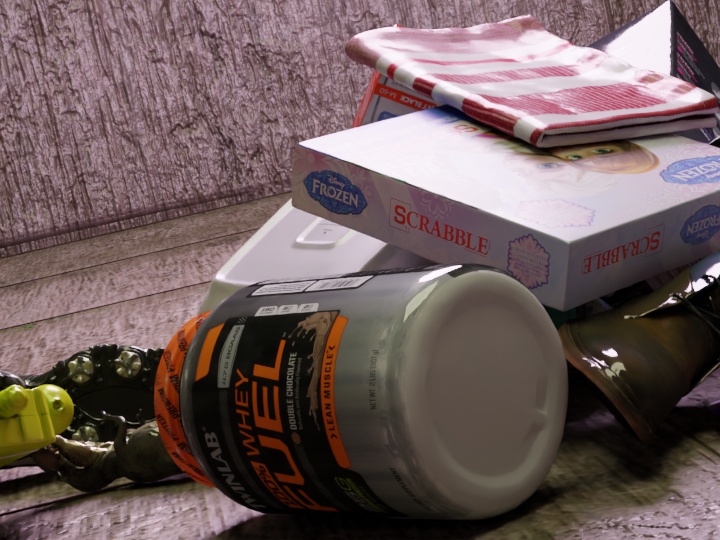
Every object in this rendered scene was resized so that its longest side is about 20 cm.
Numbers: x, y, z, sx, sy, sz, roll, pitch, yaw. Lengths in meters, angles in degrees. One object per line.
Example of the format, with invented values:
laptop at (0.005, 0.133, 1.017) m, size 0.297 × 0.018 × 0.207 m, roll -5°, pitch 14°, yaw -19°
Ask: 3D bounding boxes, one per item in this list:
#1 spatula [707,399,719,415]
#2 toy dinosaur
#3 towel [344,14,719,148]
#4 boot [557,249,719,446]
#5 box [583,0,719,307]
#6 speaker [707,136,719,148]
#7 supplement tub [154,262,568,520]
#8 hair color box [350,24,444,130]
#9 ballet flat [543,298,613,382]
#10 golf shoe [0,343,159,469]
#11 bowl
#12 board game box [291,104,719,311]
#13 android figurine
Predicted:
spatula at (0.210, 0.055, 1.187) m, size 0.056 × 0.021 × 0.200 m, roll -16°, pitch 6°, yaw 7°
toy dinosaur at (-0.097, 0.084, 1.305) m, size 0.200 × 0.088 × 0.047 m, roll -7°, pitch -25°, yaw 25°
towel at (0.103, -0.118, 1.341) m, size 0.144 × 0.023 × 0.200 m, roll -10°, pitch 25°, yaw -32°
boot at (0.160, 0.029, 1.132) m, size 0.097 × 0.075 × 0.200 m, roll -40°, pitch -1°, yaw 10°
box at (0.183, -0.068, 1.468) m, size 0.122 × 0.106 × 0.200 m, roll -27°, pitch 28°, yaw 26°
speaker at (0.302, -0.062, 1.384) m, size 0.200 × 0.081 × 0.081 m, roll -14°, pitch 6°, yaw -38°
supplement tub at (-0.005, 0.062, 1.097) m, size 0.122 × 0.123 × 0.200 m, roll -19°, pitch 8°, yaw -42°
hair color box at (0.037, -0.055, 1.502) m, size 0.111 × 0.200 × 0.064 m, roll 19°, pitch 36°, yaw -5°
ballet flat at (0.084, 0.047, 1.369) m, size 0.074 × 0.074 × 0.200 m, roll -18°, pitch 11°, yaw -41°
golf shoe at (-0.175, 0.089, 1.402) m, size 0.200 × 0.077 × 0.088 m, roll -3°, pitch -8°, yaw 16°
bowl at (0.000, 0.000, 1.359) m, size 0.200 × 0.075 × 0.200 m, roll 5°, pitch 41°, yaw 48°
board game box at (0.100, -0.047, 1.243) m, size 0.199 × 0.041 × 0.200 m, roll 22°, pitch 28°, yaw 38°
android figurine at (-0.250, 0.100, 1.250) m, size 0.182 × 0.041 × 0.200 m, roll -10°, pitch -10°, yaw -32°
